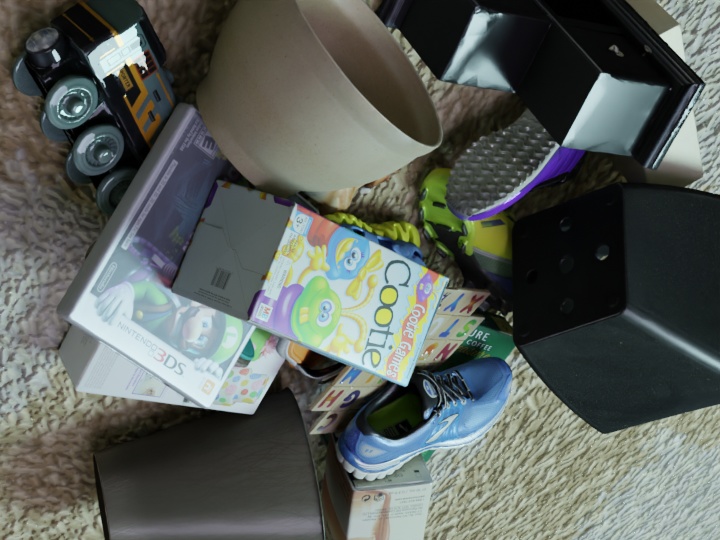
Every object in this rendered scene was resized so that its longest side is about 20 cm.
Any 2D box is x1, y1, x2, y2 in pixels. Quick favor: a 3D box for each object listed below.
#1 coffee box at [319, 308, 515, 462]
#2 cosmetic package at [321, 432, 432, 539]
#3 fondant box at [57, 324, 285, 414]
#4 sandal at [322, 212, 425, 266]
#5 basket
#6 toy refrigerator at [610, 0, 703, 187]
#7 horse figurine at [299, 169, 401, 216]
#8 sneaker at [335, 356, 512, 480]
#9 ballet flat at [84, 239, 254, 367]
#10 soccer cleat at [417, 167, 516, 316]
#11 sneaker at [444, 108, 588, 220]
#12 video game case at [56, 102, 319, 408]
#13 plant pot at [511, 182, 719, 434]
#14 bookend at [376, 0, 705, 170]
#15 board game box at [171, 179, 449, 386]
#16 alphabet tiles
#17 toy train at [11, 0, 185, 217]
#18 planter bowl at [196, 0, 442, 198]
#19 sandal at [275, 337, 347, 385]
[{"bbox_3d":[0.061,0.118,1.824,0.123,0.044,0.200,18,117,-38],"label":"coffee box"},{"bbox_3d":[0.009,0.264,1.810,0.087,0.103,0.200,-4,124,-16],"label":"cosmetic package"},{"bbox_3d":[-0.157,0.050,1.626,0.200,0.058,0.144,12,119,-36],"label":"fondant box"},{"bbox_3d":[0.000,0.000,1.622,0.200,0.087,0.079,-3,144,-46],"label":"sandal"},{"bbox_3d":[-0.151,0.213,1.708,0.200,0.180,0.136,-8,152,-12],"label":"basket"},{"bbox_3d":[0.273,-0.166,1.686,0.070,0.076,0.200,-28,135,-7],"label":"toy refrigerator"},{"bbox_3d":[-0.061,-0.083,1.575,0.133,0.050,0.200,-40,140,16],"label":"horse figurine"},{"bbox_3d":[0.072,0.134,1.729,0.200,0.079,0.089,-26,155,-28],"label":"sneaker"},{"bbox_3d":[-0.168,0.028,1.525,0.067,0.068,0.200,-26,132,16],"label":"ballet flat"},{"bbox_3d":[0.115,-0.040,1.723,0.084,0.065,0.200,-56,136,-24],"label":"soccer cleat"},{"bbox_3d":[0.165,-0.101,1.658,0.200,0.070,0.100,-43,147,-15],"label":"sneaker"},{"bbox_3d":[-0.137,-0.009,1.468,0.182,0.023,0.200,39,75,-44],"label":"video game case"},{"bbox_3d":[0.251,0.022,1.700,0.177,0.200,0.200,24,147,-39],"label":"plant pot"},{"bbox_3d":[0.149,-0.188,1.502,0.200,0.199,0.092,5,126,-33],"label":"bookend"},{"bbox_3d":[-0.039,0.012,1.479,0.200,0.105,0.103,26,85,-45],"label":"board game box"},{"bbox_3d":[0.037,0.088,1.702,0.200,0.006,0.166,-48,155,20],"label":"alphabet tiles"},{"bbox_3d":[-0.199,-0.131,1.432,0.114,0.085,0.200,-37,137,-12],"label":"toy train"},{"bbox_3d":[-0.047,-0.143,1.439,0.135,0.200,0.200,-36,138,19],"label":"planter bowl"},{"bbox_3d":[-0.030,0.073,1.651,0.079,0.059,0.207,-56,170,3],"label":"sandal"}]
